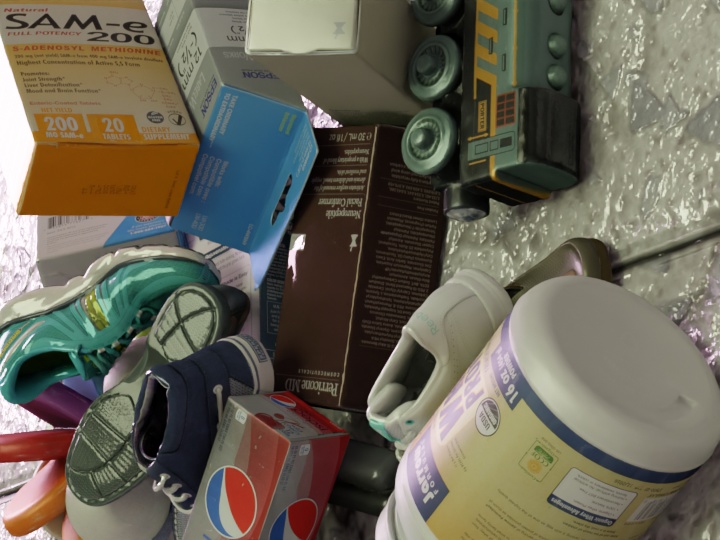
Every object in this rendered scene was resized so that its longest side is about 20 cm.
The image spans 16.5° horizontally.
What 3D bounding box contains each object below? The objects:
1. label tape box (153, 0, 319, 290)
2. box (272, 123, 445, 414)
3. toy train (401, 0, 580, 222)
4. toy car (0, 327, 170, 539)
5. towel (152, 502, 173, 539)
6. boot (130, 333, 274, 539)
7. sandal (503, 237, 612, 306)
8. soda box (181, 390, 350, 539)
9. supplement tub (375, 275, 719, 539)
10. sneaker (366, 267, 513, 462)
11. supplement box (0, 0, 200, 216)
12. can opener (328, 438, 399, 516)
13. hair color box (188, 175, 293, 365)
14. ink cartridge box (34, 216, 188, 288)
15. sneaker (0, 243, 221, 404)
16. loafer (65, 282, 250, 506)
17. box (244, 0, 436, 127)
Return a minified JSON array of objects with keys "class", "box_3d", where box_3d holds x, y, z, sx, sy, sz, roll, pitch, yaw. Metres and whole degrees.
[{"class":"label tape box","box_3d":[-0.103,-0.106,1.816,0.200,0.066,0.144,-110,33,-41]},{"class":"box","box_3d":[0.000,0.000,1.753,0.100,0.075,0.201,1,84,57]},{"class":"toy train","box_3d":[0.093,-0.133,1.648,0.114,0.085,0.201,-11,68,41]},{"class":"toy car","box_3d":[-0.221,0.124,1.950,0.175,0.149,0.201,-10,59,68]},{"class":"towel","box_3d":[-0.111,0.197,1.874,0.200,0.024,0.147,-9,55,56]},{"class":"boot","box_3d":[-0.125,0.137,1.748,0.073,0.090,0.201,38,130,38]},{"class":"sandal","box_3d":[0.090,0.049,1.615,0.200,0.054,0.082,-47,45,40]},{"class":"soda box","box_3d":[-0.077,0.187,1.717,0.070,0.063,0.201,33,114,36]},{"class":"supplement tub","box_3d":[0.109,0.117,1.486,0.200,0.144,0.145,-55,40,32]},{"class":"sneaker","box_3d":[0.038,0.092,1.580,0.075,0.088,0.201,33,135,32]},{"class":"supplement box","box_3d":[-0.207,-0.132,1.817,0.200,0.125,0.074,-115,34,-41]},{"class":"can opener","box_3d":[-0.036,0.123,1.768,0.199,0.067,0.054,11,133,40]},{"class":"hair color box","box_3d":[-0.081,0.002,1.884,0.100,0.060,0.201,-26,60,49]},{"class":"ink cartridge box","box_3d":[-0.197,-0.046,1.992,0.200,0.115,0.068,-100,-3,-57]},{"class":"sneaker","box_3d":[-0.188,0.044,1.856,0.199,0.078,0.080,-25,45,22]},{"class":"loafer","box_3d":[-0.143,0.094,1.831,0.072,0.063,0.200,44,113,21]},{"class":"box","box_3d":[-0.006,-0.151,1.683,0.082,0.200,0.069,1,79,18]}]
